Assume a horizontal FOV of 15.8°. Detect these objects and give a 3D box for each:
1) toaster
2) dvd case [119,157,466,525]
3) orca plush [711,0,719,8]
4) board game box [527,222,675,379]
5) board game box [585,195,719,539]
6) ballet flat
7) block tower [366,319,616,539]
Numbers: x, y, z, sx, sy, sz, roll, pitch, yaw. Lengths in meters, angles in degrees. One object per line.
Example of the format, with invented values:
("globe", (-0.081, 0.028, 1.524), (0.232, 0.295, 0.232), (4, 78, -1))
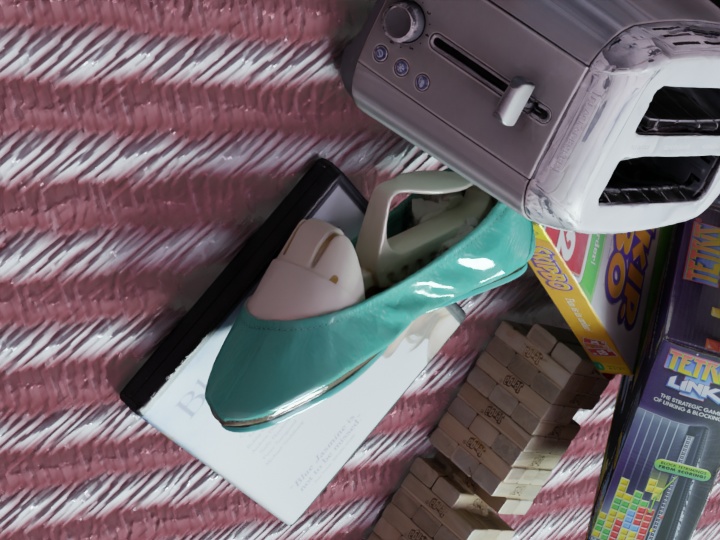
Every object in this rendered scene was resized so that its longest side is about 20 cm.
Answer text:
("toaster", (0.096, -0.089, 1.156), (0.199, 0.129, 0.114), (-3, 127, -55))
("dvd case", (-0.026, 0.040, 1.242), (0.143, 0.018, 0.200), (-49, 152, -3))
("orca plush", (0.176, -0.198, 1.247), (0.201, 0.070, 0.106), (99, -5, -49))
("board game box", (0.122, -0.022, 1.329), (0.200, 0.030, 0.096), (55, 49, -59))
("board game box", (0.179, 0.047, 1.420), (0.200, 0.056, 0.166), (-69, 174, -53))
("ballet flat", (0.000, 0.000, 1.164), (0.199, 0.067, 0.071), (-30, 120, -36))
("block tower", (0.062, 0.119, 1.429), (0.201, 0.054, 0.058), (-58, 151, 12))
